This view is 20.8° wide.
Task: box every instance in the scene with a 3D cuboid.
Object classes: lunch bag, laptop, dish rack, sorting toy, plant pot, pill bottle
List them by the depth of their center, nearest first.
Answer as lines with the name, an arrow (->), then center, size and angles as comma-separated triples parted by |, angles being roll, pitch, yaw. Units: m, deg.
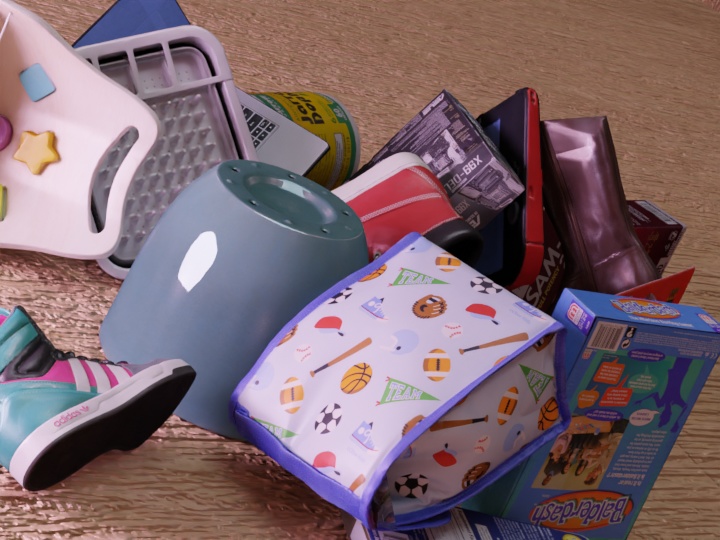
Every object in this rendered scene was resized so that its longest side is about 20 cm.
lunch bag -> 0.026, 0.092, 1.410 | 0.199, 0.125, 0.169 | -33, 42, -28
plant pot -> -0.084, 0.012, 1.522 | 0.199, 0.162, 0.201 | 21, 20, -8
sorting toy -> -0.260, -0.097, 1.576 | 0.178, 0.202, 0.107 | 22, -2, 5
dish rack -> -0.176, -0.098, 1.670 | 0.170, 0.202, 0.043 | -16, -6, -27
laptop -> -0.158, -0.127, 1.716 | 0.199, 0.116, 0.188 | 32, 62, 18
pill bottle -> -0.097, -0.116, 1.892 | 0.112, 0.114, 0.199 | 35, 23, 27

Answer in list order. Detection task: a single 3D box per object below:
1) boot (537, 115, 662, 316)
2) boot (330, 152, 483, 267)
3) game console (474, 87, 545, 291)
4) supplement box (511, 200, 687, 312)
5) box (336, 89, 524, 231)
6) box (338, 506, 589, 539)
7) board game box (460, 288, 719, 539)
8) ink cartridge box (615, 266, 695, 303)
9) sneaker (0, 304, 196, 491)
boot -> 0.178, -0.031, 1.787 | 0.064, 0.185, 0.202 | -23, 90, -55
boot -> 0.000, 0.000, 1.643 | 0.145, 0.199, 0.073 | 55, -3, 43
game console -> 0.115, -0.060, 1.816 | 0.031, 0.179, 0.200 | 2, -12, -22
supplement box -> 0.247, -0.014, 2.034 | 0.061, 0.110, 0.199 | 38, 25, 32
box -> 0.040, -0.055, 1.773 | 0.050, 0.200, 0.158 | 43, 9, -30
box -> 0.088, 0.214, 1.402 | 0.198, 0.033, 0.121 | 15, 22, -18
board game box -> 0.180, 0.117, 1.507 | 0.151, 0.201, 0.045 | 8, 24, -38
ink cartridge box -> 0.227, 0.093, 1.653 | 0.043, 0.175, 0.199 | 33, 22, 21
sneaker -> -0.207, 0.075, 1.352 | 0.121, 0.084, 0.200 | 41, 25, 15
